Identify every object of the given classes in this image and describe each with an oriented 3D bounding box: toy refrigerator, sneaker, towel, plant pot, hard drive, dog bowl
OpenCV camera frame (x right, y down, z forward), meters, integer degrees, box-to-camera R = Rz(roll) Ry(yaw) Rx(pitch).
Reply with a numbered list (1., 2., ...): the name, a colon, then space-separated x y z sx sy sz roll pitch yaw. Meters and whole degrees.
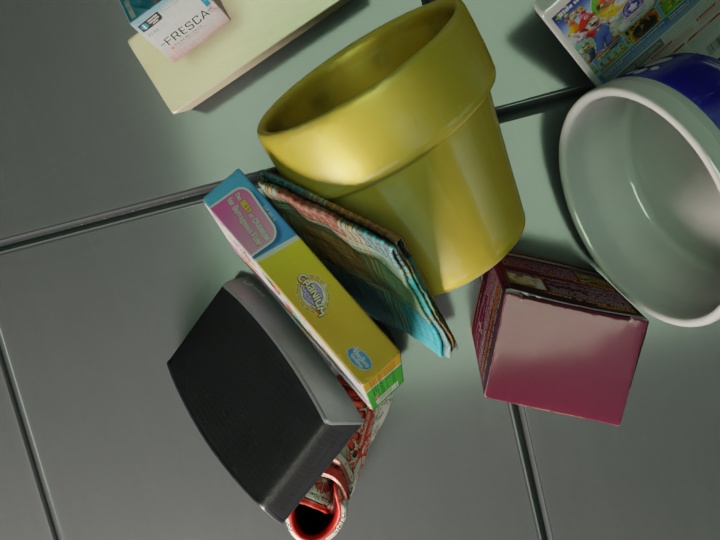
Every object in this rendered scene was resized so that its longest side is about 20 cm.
1. toy refrigerator: -0.099 -0.227 0.819 0.198 0.070 0.077 -32 99 11
2. sneaker: -0.016 0.153 0.853 0.066 0.108 0.204 20 100 1
3. towel: 0.000 0.000 0.770 0.145 0.201 0.022 27 73 29
4. plant pot: 0.043 -0.092 0.774 0.199 0.201 0.190 -31 111 9
5. hard drive: -0.096 0.110 0.832 0.135 0.042 0.200 -51 55 13
6. dog bowl: 0.249 -0.063 0.728 0.078 0.200 0.203 -26 97 -17

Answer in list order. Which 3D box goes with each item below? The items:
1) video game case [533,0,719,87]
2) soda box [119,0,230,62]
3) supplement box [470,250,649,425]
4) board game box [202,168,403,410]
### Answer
1. video game case: 0.236 -0.207 0.737 0.143 0.199 0.018 -41 53 17
2. soda box: -0.183 -0.276 0.773 0.063 0.068 0.202 -34 65 10
3. supplement box: 0.157 0.047 0.773 0.108 0.200 0.087 12 101 2
4. board game box: -0.044 0.022 0.784 0.040 0.153 0.200 -40 77 -7
